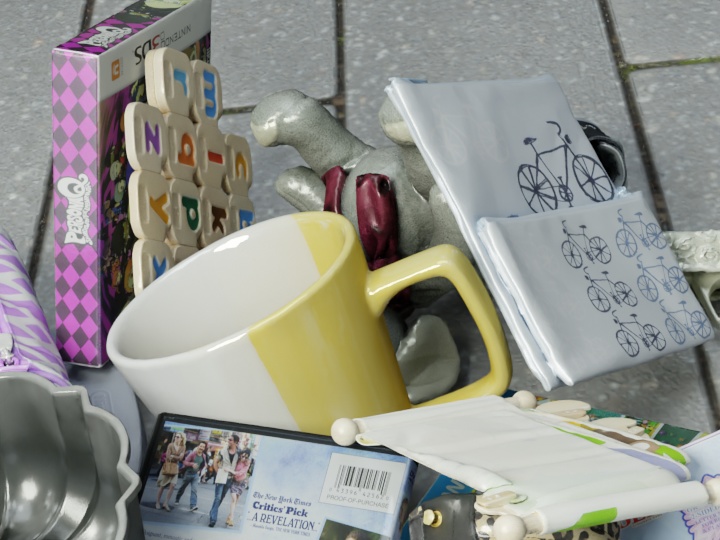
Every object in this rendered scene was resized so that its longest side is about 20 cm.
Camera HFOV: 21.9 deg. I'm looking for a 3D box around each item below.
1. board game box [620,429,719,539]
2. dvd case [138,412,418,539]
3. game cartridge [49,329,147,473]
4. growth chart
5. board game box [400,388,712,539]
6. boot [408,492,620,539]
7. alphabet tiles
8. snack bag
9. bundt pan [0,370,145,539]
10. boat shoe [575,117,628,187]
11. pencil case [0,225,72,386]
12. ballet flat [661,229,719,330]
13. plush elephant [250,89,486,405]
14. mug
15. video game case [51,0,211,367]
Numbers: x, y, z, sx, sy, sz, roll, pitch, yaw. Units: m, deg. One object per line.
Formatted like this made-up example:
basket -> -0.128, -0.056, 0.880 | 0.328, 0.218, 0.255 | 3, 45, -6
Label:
board game box -> 0.123, 0.193, 0.843 | 0.199, 0.041, 0.200 | -23, 52, 9
dvd case -> -0.061, 0.171, 0.900 | 0.142, 0.018, 0.201 | 6, 66, 21
game cartridge -> -0.196, 0.109, 1.119 | 0.133, 0.041, 0.200 | -15, 36, -4
growth chart -> 0.079, 0.085, 0.861 | 0.144, 0.018, 0.200 | -3, 10, -26
board game box -> 0.132, 0.148, 0.963 | 0.199, 0.064, 0.148 | 10, 43, 31
boot -> 0.027, 0.180, 0.822 | 0.199, 0.073, 0.151 | -6, 58, 18
alphabet tiles -> -0.104, -0.033, 1.151 | 0.015, 0.201, 0.196 | -5, -4, 17
snack bag -> 0.114, -0.032, 1.070 | 0.188, 0.021, 0.200 | -10, 68, -53
bundt pan -> -0.193, 0.145, 0.889 | 0.201, 0.076, 0.202 | -9, 39, 7
boat shoe -> 0.145, -0.063, 1.225 | 0.068, 0.072, 0.200 | -10, 8, 24
pencil case -> -0.227, 0.041, 1.117 | 0.084, 0.086, 0.200 | -19, 36, -14
ballet flat -> 0.209, 0.006, 1.169 | 0.199, 0.072, 0.072 | -5, 35, 6
plush elephant -> 0.000, 0.000, 1.148 | 0.164, 0.200, 0.155 | 10, 60, 43
mug -> -0.027, 0.069, 1.013 | 0.186, 0.154, 0.149 | -5, 29, 44
video game case -> -0.142, -0.065, 1.176 | 0.036, 0.201, 0.181 | 9, 22, 15
